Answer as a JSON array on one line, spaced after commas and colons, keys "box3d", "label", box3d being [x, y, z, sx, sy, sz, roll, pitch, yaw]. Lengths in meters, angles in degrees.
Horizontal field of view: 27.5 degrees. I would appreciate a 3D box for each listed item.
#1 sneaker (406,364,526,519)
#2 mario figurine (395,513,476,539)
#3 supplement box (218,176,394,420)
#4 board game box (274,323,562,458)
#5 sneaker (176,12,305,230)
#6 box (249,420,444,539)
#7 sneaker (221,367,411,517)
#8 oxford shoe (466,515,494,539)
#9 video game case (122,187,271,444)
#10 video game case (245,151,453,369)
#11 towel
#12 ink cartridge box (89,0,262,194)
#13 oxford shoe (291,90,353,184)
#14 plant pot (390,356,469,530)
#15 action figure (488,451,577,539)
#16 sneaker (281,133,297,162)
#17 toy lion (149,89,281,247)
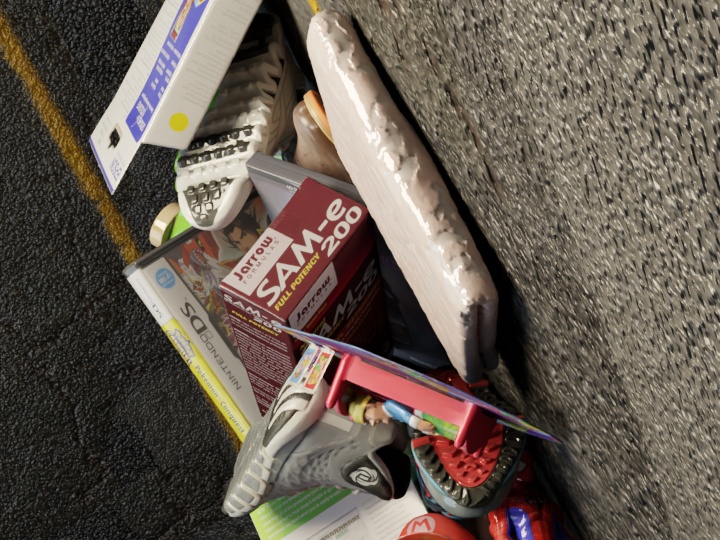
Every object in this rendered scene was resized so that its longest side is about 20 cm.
[{"box3d": [0.078, 0.138, 1.050, 0.200, 0.079, 0.096, -100, 0, -74], "label": "sneaker"}, {"box3d": [0.044, 0.251, 0.978, 0.106, 0.123, 0.200, 123, 154, -49], "label": "mario figurine"}, {"box3d": [-0.034, 0.037, 1.078, 0.061, 0.109, 0.200, 26, 154, 22], "label": "supplement box"}, {"box3d": [0.028, 0.087, 0.922, 0.158, 0.039, 0.200, 26, 174, -23], "label": "board game box"}, {"box3d": [-0.086, -0.108, 1.160, 0.081, 0.075, 0.200, 54, -139, -45], "label": "sneaker"}, {"box3d": [0.010, 0.227, 1.119, 0.036, 0.144, 0.200, 13, -134, -59], "label": "box"}, {"box3d": [-0.027, 0.147, 1.064, 0.115, 0.075, 0.200, 22, 149, -8], "label": "sneaker"}, {"box3d": [0.147, 0.233, 1.101, 0.200, 0.071, 0.073, 59, 152, 11], "label": "oxford shoe"}, {"box3d": [-0.084, 0.029, 1.284, 0.025, 0.200, 0.181, -34, 91, 45], "label": "video game case"}, {"box3d": [0.000, 0.000, 1.120, 0.143, 0.019, 0.200, 21, 152, 32], "label": "video game case"}, {"box3d": [0.030, -0.038, 0.902, 0.200, 0.032, 0.191, 61, 176, 18], "label": "towel"}, {"box3d": [-0.145, -0.163, 1.171, 0.047, 0.200, 0.198, 24, -170, -21], "label": "ink cartridge box"}, {"box3d": [-0.029, -0.063, 1.142, 0.071, 0.073, 0.200, 61, 175, 32], "label": "oxford shoe"}, {"box3d": [0.012, 0.183, 1.250, 0.201, 0.161, 0.201, 53, -167, -18], "label": "plant pot"}, {"box3d": [0.130, 0.213, 1.013, 0.052, 0.065, 0.200, 114, 151, -47], "label": "action figure"}, {"box3d": [-0.042, -0.022, 1.275, 0.200, 0.104, 0.060, 59, 155, 3], "label": "sneaker"}, {"box3d": [-0.108, -0.101, 1.368, 0.069, 0.192, 0.200, 31, -155, 19], "label": "toy lion"}]
